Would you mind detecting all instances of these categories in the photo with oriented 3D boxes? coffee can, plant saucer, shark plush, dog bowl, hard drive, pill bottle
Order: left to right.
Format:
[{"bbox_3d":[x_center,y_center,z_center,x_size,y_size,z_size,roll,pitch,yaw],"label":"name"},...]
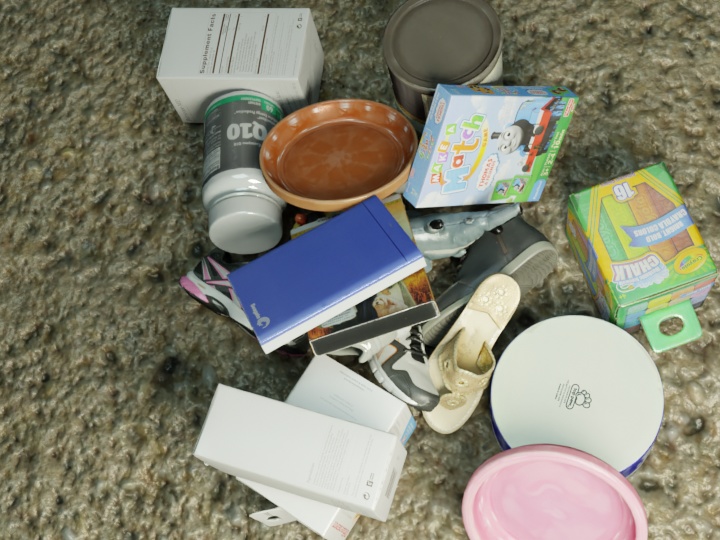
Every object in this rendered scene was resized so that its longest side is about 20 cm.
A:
[{"bbox_3d":[-0.153,-0.129,1.299,0.113,0.113,0.200,-9,58,6],"label":"pill bottle"},{"bbox_3d":[-0.042,0.000,1.107,0.200,0.025,0.132,-29,42,-5],"label":"hard drive"},{"bbox_3d":[-0.026,-0.144,1.234,0.200,0.032,0.201,-4,46,4],"label":"plant saucer"},{"bbox_3d":[0.101,-0.040,1.205,0.200,0.083,0.091,0,79,28],"label":"shark plush"},{"bbox_3d":[0.113,-0.243,1.268,0.146,0.200,0.147,-3,68,8],"label":"coffee can"},{"bbox_3d":[0.214,0.266,1.082,0.200,0.201,0.051,11,32,13],"label":"plant saucer"},{"bbox_3d":[0.252,0.157,1.155,0.200,0.079,0.200,-3,69,8],"label":"dog bowl"}]

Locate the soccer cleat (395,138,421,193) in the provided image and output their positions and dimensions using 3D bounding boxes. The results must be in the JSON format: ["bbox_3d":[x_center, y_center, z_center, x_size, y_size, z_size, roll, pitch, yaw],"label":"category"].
[{"bbox_3d":[0.030,-0.139,1.316,0.200,0.085,0.069,5,50,34],"label":"soccer cleat"}]

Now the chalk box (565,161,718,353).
[{"bbox_3d":[0.341,-0.003,1.178,0.124,0.124,0.200,-20,67,1],"label":"chalk box"}]

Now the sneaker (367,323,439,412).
[{"bbox_3d":[0.046,0.085,1.186,0.080,0.074,0.200,-45,48,15],"label":"sneaker"}]

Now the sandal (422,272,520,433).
[{"bbox_3d":[0.126,0.102,1.158,0.078,0.070,0.212,26,98,5],"label":"sandal"}]

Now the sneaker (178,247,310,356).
[{"bbox_3d":[-0.140,0.032,1.266,0.200,0.080,0.086,31,80,18],"label":"sneaker"}]

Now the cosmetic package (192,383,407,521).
[{"bbox_3d":[-0.061,0.195,1.039,0.200,0.108,0.085,15,73,12],"label":"cosmetic package"}]

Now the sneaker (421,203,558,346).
[{"bbox_3d":[0.144,0.008,1.246,0.200,0.075,0.106,-36,47,3],"label":"sneaker"}]

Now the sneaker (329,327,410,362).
[{"bbox_3d":[-0.040,0.052,1.163,0.200,0.076,0.092,14,44,44],"label":"sneaker"}]

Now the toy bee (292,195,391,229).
[{"bbox_3d":[-0.039,-0.048,1.268,0.131,0.109,0.200,35,78,19],"label":"toy bee"}]

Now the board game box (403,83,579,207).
[{"bbox_3d":[0.161,-0.153,1.205,0.200,0.151,0.037,-5,38,-31],"label":"board game box"}]

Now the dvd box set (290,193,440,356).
[{"bbox_3d":[0.000,0.000,1.134,0.146,0.029,0.200,-18,41,4],"label":"dvd box set"}]

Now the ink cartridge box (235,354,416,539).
[{"bbox_3d":[-0.043,0.222,1.152,0.125,0.129,0.200,29,77,18],"label":"ink cartridge box"}]

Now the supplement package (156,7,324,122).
[{"bbox_3d":[-0.163,-0.284,1.373,0.200,0.121,0.120,3,68,11],"label":"supplement package"}]
